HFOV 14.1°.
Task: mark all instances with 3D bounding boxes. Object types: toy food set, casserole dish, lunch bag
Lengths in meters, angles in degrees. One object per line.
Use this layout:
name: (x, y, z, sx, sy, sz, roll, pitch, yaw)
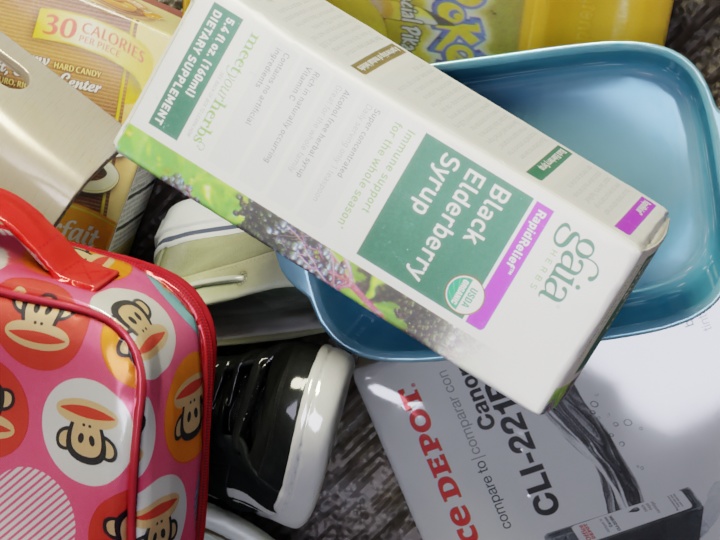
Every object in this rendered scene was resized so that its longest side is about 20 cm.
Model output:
toy food set: (-0.206, -0.024, 1.267, 0.143, 0.060, 0.200, 37, 117, 5)
casserole dish: (0.063, -0.029, 1.188, 0.200, 0.039, 0.121, -8, 97, 14)
lunch bag: (-0.159, 0.048, 1.187, 0.200, 0.082, 0.176, 14, 114, 22)

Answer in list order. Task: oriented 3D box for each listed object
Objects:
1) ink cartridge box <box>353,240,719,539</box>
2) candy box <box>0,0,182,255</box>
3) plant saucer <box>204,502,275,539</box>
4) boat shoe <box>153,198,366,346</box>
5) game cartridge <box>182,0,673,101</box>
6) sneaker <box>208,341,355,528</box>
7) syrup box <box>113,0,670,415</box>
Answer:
ink cartridge box: (0.115, 0.063, 1.261, 0.200, 0.084, 0.144, -20, 103, 15)
candy box: (-0.157, -0.038, 1.304, 0.115, 0.055, 0.200, 23, 107, 6)
plant saucer: (-0.095, 0.182, 1.342, 0.200, 0.050, 0.200, 4, 112, 9)
boat shoe: (0.000, 0.000, 1.262, 0.200, 0.072, 0.062, -7, 58, 27)
game cartridge: (0.026, -0.100, 1.204, 0.200, 0.032, 0.176, 11, 138, 5)
sneaker: (-0.070, 0.063, 1.237, 0.112, 0.200, 0.073, 17, 76, -4)
syrup box: (0.015, -0.034, 1.137, 0.200, 0.081, 0.079, 32, 107, 7)
